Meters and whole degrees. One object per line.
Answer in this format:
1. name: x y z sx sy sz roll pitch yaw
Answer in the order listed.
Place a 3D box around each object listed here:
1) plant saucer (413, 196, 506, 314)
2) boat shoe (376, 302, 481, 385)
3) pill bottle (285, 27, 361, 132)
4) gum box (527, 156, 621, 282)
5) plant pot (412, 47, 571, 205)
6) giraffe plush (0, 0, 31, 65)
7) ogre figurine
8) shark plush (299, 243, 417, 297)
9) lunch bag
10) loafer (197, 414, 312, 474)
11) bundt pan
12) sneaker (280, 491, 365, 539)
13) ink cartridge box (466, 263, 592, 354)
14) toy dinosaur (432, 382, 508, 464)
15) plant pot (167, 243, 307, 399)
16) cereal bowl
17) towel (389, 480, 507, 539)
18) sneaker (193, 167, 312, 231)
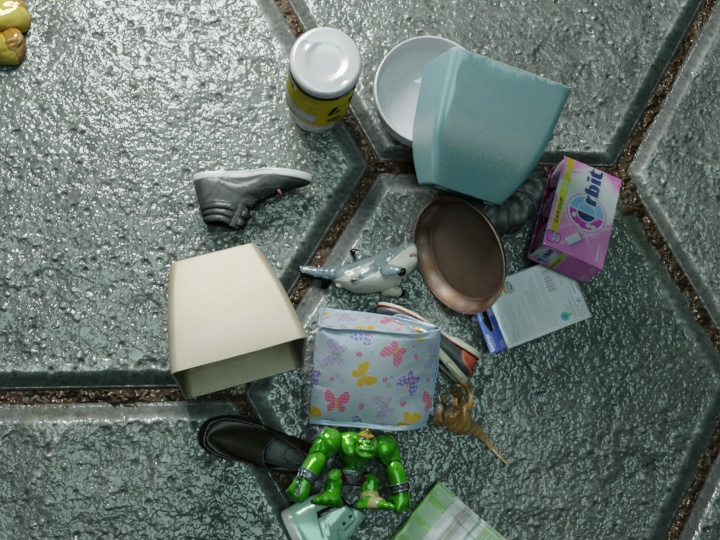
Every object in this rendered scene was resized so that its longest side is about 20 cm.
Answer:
1. plant saucer: 0.169 -0.027 1.349 0.034 0.200 0.201 -21 84 -36
2. boat shoe: 0.108 0.120 1.370 0.199 0.071 0.063 31 81 -7
3. pill bottle: -0.066 -0.305 1.341 0.114 0.200 0.115 1 81 -8
4. gum box: 0.376 -0.095 1.424 0.113 0.066 0.201 23 64 -5
5. plant pot: 0.184 -0.212 1.293 0.195 0.196 0.201 16 92 -10
6. giraffe plush: -0.640 -0.414 1.289 0.199 0.162 0.173 -26 86 -12
7. ogre figurine: -0.011 0.307 1.265 0.199 0.098 0.121 4 69 -2
8. shark plush: 0.000 0.000 1.392 0.199 0.091 0.084 -10 62 10
9. lunch bag: 0.023 0.159 1.301 0.199 0.127 0.171 5 103 0
10. loafer: -0.161 0.277 1.300 0.199 0.071 0.073 13 79 -7
11. bundt pan: 0.234 -0.155 1.428 0.201 0.076 0.203 2 80 -9
12. sneaker: -0.030 0.444 1.290 0.118 0.074 0.201 -29 84 -6
13. ink cartridge box: 0.289 0.061 1.419 0.199 0.042 0.120 -19 83 -14
14. toy dinosaur: 0.171 0.249 1.357 0.200 0.060 0.107 30 56 -40
15. plant pot: -0.204 0.073 1.274 0.199 0.200 0.178 -14 72 -10
16. cereal bowl: 0.115 -0.302 1.428 0.199 0.083 0.201 1 82 -9
17. towel: 0.158 0.467 1.340 0.200 0.031 0.149 42 77 0
18. sneaker: -0.177 -0.116 1.364 0.199 0.071 0.100 -4 83 -3
